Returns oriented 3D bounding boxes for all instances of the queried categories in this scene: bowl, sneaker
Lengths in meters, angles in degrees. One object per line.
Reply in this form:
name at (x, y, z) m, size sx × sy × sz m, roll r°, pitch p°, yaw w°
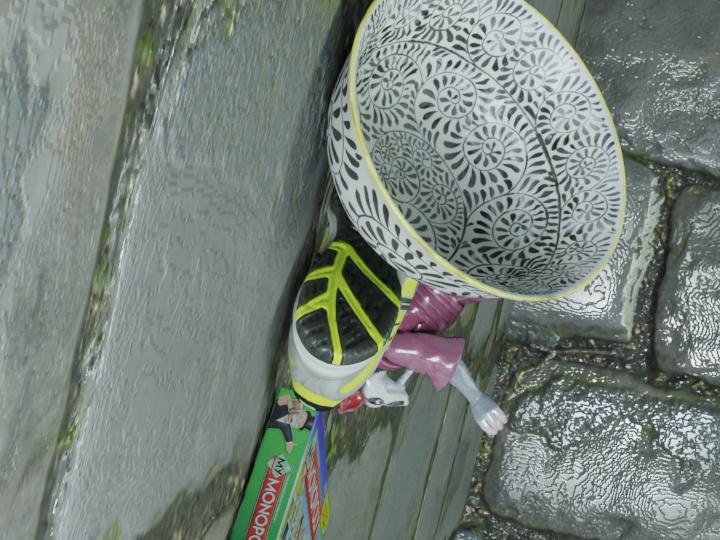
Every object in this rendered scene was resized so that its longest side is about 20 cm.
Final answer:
bowl at (0.047, -0.061, 1.228) m, size 0.094 × 0.201 × 0.201 m, roll -31°, pitch -150°, yaw 46°
sneaker at (0.000, 0.000, 1.288) m, size 0.200 × 0.075 × 0.076 m, roll -58°, pitch 175°, yaw -44°

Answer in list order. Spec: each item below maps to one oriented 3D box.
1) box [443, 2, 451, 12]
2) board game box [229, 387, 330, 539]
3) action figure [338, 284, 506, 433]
box at (0.063, -0.239, 1.337) m, size 0.158 × 0.048 × 0.200 m, roll 55°, pitch 50°, yaw -79°
board game box at (-0.052, 0.173, 1.326) m, size 0.200 × 0.029 × 0.135 m, roll 87°, pitch 19°, yaw -64°
action figure at (0.046, 0.013, 1.416) m, size 0.200 × 0.134 × 0.149 m, roll -49°, pitch 131°, yaw -5°
